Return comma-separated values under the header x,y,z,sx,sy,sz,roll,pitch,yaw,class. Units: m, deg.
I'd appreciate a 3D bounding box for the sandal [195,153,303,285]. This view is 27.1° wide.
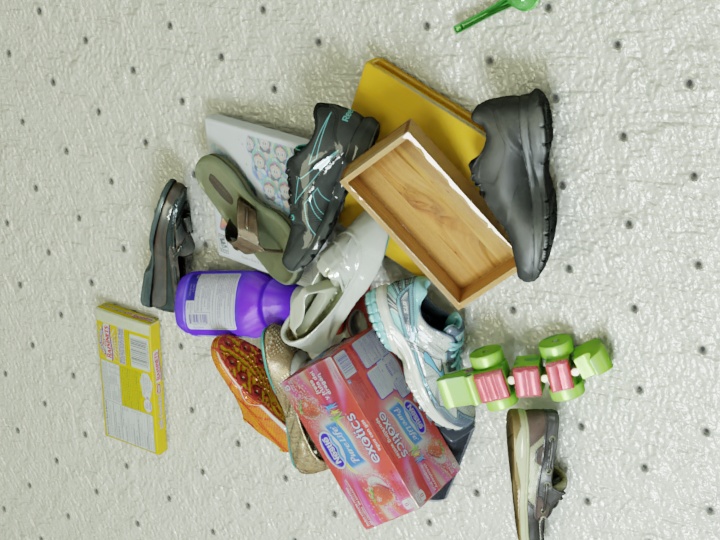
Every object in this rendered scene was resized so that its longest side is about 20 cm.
x,y,z,sx,sy,sz,roll,pitch,yaw,class
-0.139,-0.053,1.764,0.201,0.057,0.080,45,136,21,sandal

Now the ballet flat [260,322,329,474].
x,y,z,sx,sy,sz,roll,pitch,yaw,class
-0.065,0.153,1.798,0.065,0.071,0.202,-2,116,29,ballet flat

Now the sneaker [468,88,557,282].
x,y,z,sx,sy,sz,roll,pitch,yaw,class
0.159,-0.087,1.557,0.090,0.076,0.202,-2,101,14,sneaker

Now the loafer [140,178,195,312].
x,y,z,sx,sy,sz,roll,pitch,yaw,class
-0.233,-0.028,1.901,0.062,0.072,0.201,20,130,5,loafer

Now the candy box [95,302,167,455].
x,y,z,sx,sy,sz,roll,pitch,yaw,class
-0.314,0.150,2.056,0.102,0.026,0.202,17,119,33,candy box

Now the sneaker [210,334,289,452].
x,y,z,sx,sy,sz,roll,pitch,yaw,class
-0.130,0.161,1.859,0.077,0.073,0.201,-16,122,35,sneaker

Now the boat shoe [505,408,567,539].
x,y,z,sx,sy,sz,roll,pitch,yaw,class
0.202,0.242,1.685,0.064,0.073,0.201,-6,124,3,boat shoe

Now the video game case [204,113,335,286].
x,y,z,sx,sy,sz,roll,pitch,yaw,class
-0.107,-0.080,1.778,0.199,0.024,0.184,19,123,40,video game case

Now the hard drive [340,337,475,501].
x,y,z,sx,sy,sz,roll,pitch,yaw,class
0.033,0.185,1.802,0.199,0.042,0.136,33,126,21,hard drive

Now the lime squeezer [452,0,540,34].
x,y,z,sx,sy,sz,roll,pitch,yaw,class
0.162,-0.272,1.493,0.038,0.071,0.200,47,162,-11,lime squeezer

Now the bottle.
x,y,z,sx,sy,sz,roll,pitch,yaw,class
-0.139,0.041,1.845,0.199,0.065,0.084,-1,82,36,bottle

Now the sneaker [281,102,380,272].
x,y,z,sx,sy,sz,roll,pitch,yaw,class
-0.049,-0.093,1.660,0.079,0.075,0.201,26,108,0,sneaker

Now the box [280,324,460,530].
x,y,z,sx,sy,sz,roll,pitch,yaw,class
0.012,0.179,1.722,0.094,0.102,0.201,-29,93,41,box

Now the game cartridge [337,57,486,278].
x,y,z,sx,sy,sz,roll,pitch,yaw,class
0.052,-0.109,1.663,0.176,0.032,0.201,35,127,21,game cartridge

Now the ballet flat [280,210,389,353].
x,y,z,sx,sy,sz,roll,pitch,yaw,class
-0.032,0.015,1.694,0.069,0.069,0.201,39,119,16,ballet flat

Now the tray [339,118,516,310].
x,y,z,sx,sy,sz,roll,pitch,yaw,class
0.081,-0.059,1.605,0.098,0.037,0.200,-34,110,27,tray

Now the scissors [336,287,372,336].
x,y,z,sx,sy,sz,roll,pitch,yaw,class
0.000,0.000,1.764,0.073,0.014,0.201,29,125,24,scissors

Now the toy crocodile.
x,y,z,sx,sy,sz,roll,pitch,yaw,class
0.179,0.116,1.633,0.198,0.062,0.068,-11,104,18,toy crocodile

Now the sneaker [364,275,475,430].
x,y,z,sx,sy,sz,roll,pitch,yaw,class
0.087,0.094,1.692,0.086,0.078,0.201,-26,111,20,sneaker
